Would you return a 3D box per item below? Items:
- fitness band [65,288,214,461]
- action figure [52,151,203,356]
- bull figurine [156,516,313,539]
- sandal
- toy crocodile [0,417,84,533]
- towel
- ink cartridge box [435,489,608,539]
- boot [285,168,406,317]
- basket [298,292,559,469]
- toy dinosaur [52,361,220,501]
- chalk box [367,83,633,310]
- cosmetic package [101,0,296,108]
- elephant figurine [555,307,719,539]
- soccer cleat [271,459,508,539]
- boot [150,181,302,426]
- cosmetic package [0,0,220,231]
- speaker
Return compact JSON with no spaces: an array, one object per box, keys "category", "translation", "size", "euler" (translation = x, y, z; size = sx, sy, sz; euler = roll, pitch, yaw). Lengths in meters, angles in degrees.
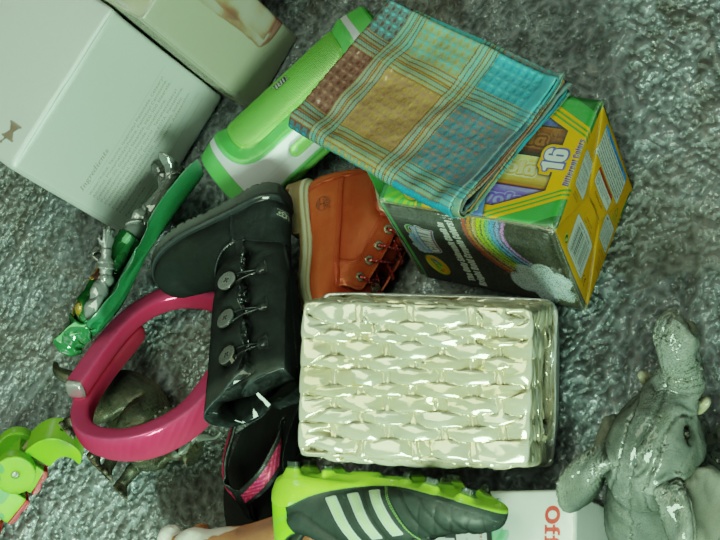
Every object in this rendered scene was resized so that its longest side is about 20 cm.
[{"category":"fitness band","translation":[-0.173,0.084,1.395],"size":[0.142,0.038,0.201],"euler":[6,43,27]},{"category":"action figure","translation":[-0.217,-0.010,1.439],"size":[0.054,0.118,0.202],"euler":[30,69,-7]},{"category":"bull figurine","translation":[-0.087,0.253,1.313],"size":[0.198,0.065,0.123],"euler":[-19,93,27]},{"category":"sandal","translation":[-0.086,0.148,1.345],"size":[0.075,0.045,0.203],"euler":[26,110,36]},{"category":"toy crocodile","translation":[-0.336,0.212,1.479],"size":[0.200,0.062,0.068],"euler":[-48,20,8]},{"category":"towel","translation":[0.050,-0.133,1.272],"size":[0.199,0.022,0.147],"euler":[31,75,36]},{"category":"ink cartridge box","translation":[0.088,0.249,1.233],"size":[0.198,0.084,0.147],"euler":[-6,70,26]},{"category":"boot","translation":[0.000,0.000,1.372],"size":[0.106,0.075,0.202],"euler":[-16,65,16]},{"category":"basket","translation":[0.051,0.087,1.246],"size":[0.197,0.123,0.138],"euler":[1,89,13]},{"category":"toy dinosaur","translation":[-0.206,0.137,1.440],"size":[0.102,0.077,0.200],"euler":[-41,47,-12]},{"category":"chalk box","translation":[0.101,-0.067,1.298],"size":[0.198,0.125,0.125],"euler":[13,65,28]},{"category":"cosmetic package","translation":[-0.156,-0.239,1.455],"size":[0.103,0.200,0.088],"euler":[31,87,30]},{"category":"elephant figurine","translation":[0.208,0.141,1.141],"size":[0.140,0.200,0.157],"euler":[-20,65,19]},{"category":"soccer cleat","translation":[0.021,0.191,1.209],"size":[0.198,0.067,0.082],"euler":[2,87,30]},{"category":"boot","translation":[-0.115,0.045,1.347],"size":[0.164,0.065,0.202],"euler":[-35,47,33]},{"category":"cosmetic package","translation":[-0.272,-0.163,1.488],"size":[0.167,0.200,0.167],"euler":[33,89,30]},{"category":"speaker","translation":[-0.048,-0.143,1.435],"size":[0.200,0.088,0.089],"euler":[-42,60,8]}]
